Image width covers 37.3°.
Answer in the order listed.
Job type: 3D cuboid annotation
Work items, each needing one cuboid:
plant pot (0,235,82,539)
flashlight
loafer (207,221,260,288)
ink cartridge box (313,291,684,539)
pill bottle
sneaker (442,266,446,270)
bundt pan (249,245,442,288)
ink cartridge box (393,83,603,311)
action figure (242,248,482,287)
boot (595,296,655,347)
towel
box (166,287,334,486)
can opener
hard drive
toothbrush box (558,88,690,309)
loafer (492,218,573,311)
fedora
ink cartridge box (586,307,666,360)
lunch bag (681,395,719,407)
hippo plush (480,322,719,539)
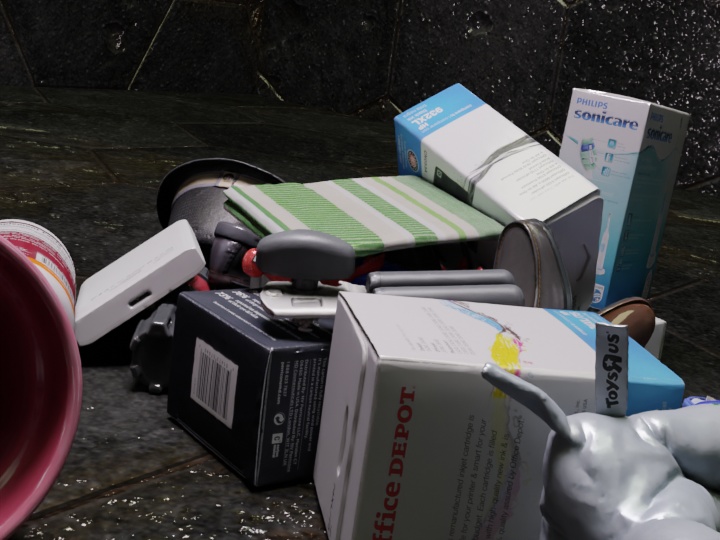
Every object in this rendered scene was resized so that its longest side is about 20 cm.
[{"bbox_3d":[-0.284,0.064,0.627,0.197,0.205,0.178,-1,1,-32],"label":"plant pot"},{"bbox_3d":[-0.172,0.051,0.983,0.068,0.068,0.200,47,12,-15],"label":"flashlight"},{"bbox_3d":[-0.097,0.014,1.114,0.071,0.064,0.200,13,-15,33],"label":"loafer"},{"bbox_3d":[0.080,0.110,0.706,0.196,0.150,0.146,6,14,-13],"label":"ink cartridge box"},{"bbox_3d":[-0.300,0.022,0.911,0.111,0.115,0.200,4,13,-16],"label":"pill bottle"},{"bbox_3d":[0.077,-0.015,1.148,0.106,0.203,0.068,-6,49,-28],"label":"sneaker"},{"bbox_3d":[-0.015,0.001,1.018,0.197,0.077,0.202,-7,-21,-3],"label":"bundt pan"},{"bbox_3d":[0.122,-0.054,0.984,0.083,0.147,0.200,-27,48,-20],"label":"ink cartridge box"},{"bbox_3d":[0.000,0.000,0.876,0.196,0.053,0.065,1,16,-16],"label":"action figure"},{"bbox_3d":[0.232,0.111,0.843,0.186,0.065,0.199,-42,30,-15],"label":"boot"},{"bbox_3d":[0.001,-0.044,0.893,0.197,0.024,0.152,-7,25,-30],"label":"towel"},{"bbox_3d":[-0.033,0.081,0.846,0.197,0.107,0.147,-1,16,-36],"label":"box"},{"bbox_3d":[0.022,0.012,0.771,0.196,0.068,0.053,3,26,-9],"label":"can opener"},{"bbox_3d":[-0.214,0.006,1.024,0.131,0.027,0.200,-33,14,-5],"label":"hard drive"},{"bbox_3d":[0.255,-0.072,1.079,0.084,0.204,0.145,17,13,30],"label":"toothbrush box"},{"bbox_3d":[0.117,0.056,0.826,0.071,0.204,0.072,9,-14,-33],"label":"loafer"},{"bbox_3d":[-0.149,-0.031,1.212,0.196,0.203,0.093,10,47,9],"label":"fedora"},{"bbox_3d":[0.187,0.066,1.084,0.143,0.086,0.199,-4,19,-41],"label":"ink cartridge box"},{"bbox_3d":[0.354,0.153,0.857,0.196,0.077,0.160,8,11,-7],"label":"lunch bag"},{"bbox_3d":[0.175,0.147,0.561,0.156,0.203,0.161,-17,27,-10],"label":"hippo plush"}]
